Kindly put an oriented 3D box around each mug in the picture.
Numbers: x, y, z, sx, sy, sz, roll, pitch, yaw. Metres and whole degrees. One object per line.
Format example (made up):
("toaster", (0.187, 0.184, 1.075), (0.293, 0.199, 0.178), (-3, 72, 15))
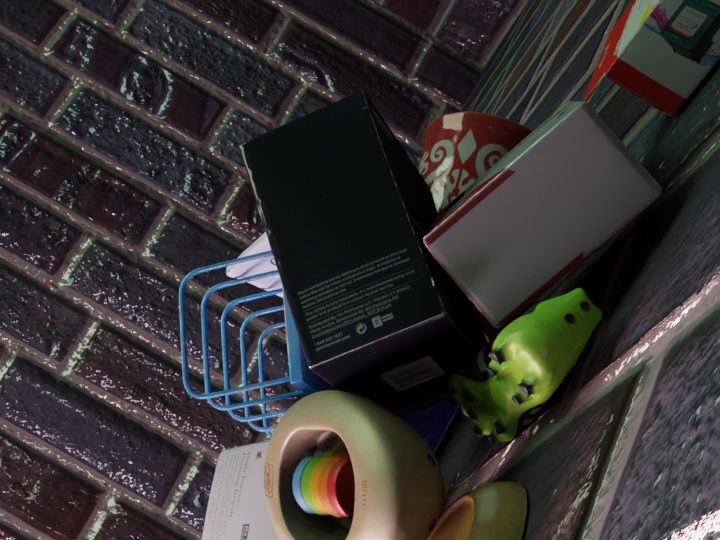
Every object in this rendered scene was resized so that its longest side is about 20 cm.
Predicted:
("mug", (0.103, -0.035, 1.214), (0.178, 0.133, 0.200), (-39, 28, 62))

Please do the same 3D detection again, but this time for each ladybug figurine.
("ladybug figurine", (-0.005, 0.153, 0.944), (0.200, 0.072, 0.136), (-3, 86, 60))

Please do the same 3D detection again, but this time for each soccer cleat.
("soccer cleat", (0.113, 0.067, 0.911), (0.081, 0.068, 0.200), (-37, -8, -18))

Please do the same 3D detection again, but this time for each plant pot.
("plant pot", (0.043, 0.219, 0.849), (0.200, 0.027, 0.200), (-60, 3, 5))

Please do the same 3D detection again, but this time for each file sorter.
("file sorter", (-0.078, 0.078, 1.293), (0.200, 0.122, 0.139), (44, -143, -62))

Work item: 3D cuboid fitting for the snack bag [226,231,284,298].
("snack bag", (-0.017, -0.032, 1.319), (0.200, 0.021, 0.188), (-39, -31, 14))

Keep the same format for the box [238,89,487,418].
("box", (0.011, -0.002, 0.998), (0.104, 0.182, 0.200), (-22, -23, 9))

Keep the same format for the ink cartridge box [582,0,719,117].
("ink cartridge box", (0.254, -0.204, 1.018), (0.200, 0.067, 0.116), (-57, 3, 45))

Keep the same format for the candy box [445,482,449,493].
("candy box", (0.025, 0.223, 1.132), (0.102, 0.026, 0.200), (-64, 3, -12))

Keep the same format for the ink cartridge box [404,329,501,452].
("ink cartridge box", (0.070, 0.113, 1.303), (0.198, 0.043, 0.200), (-60, 4, -16))

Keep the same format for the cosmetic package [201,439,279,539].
("cosmetic package", (-0.058, 0.197, 1.118), (0.200, 0.074, 0.102), (-25, 52, 58))

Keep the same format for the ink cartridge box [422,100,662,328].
("ink cartridge box", (0.129, -0.048, 0.966), (0.144, 0.084, 0.200), (-41, 1, 10))
